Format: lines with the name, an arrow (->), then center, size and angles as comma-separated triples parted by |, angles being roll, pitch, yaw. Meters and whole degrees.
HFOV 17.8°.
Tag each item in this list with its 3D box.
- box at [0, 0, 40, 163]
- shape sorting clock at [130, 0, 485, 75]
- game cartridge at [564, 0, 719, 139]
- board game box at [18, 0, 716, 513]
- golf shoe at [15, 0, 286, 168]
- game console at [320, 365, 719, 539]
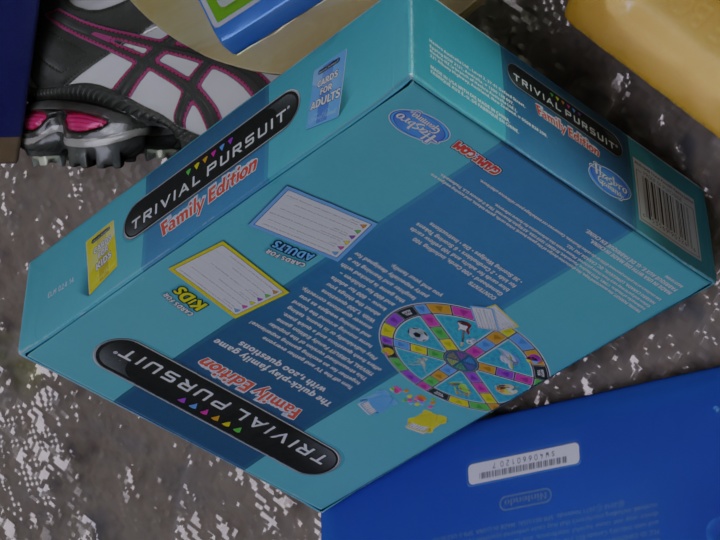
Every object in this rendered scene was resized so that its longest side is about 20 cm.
box -> -0.152, -0.155, 0.889 | 0.121, 0.032, 0.200 | 44, 130, 51
shape sorting clock -> -0.015, -0.168, 0.815 | 0.200, 0.039, 0.200 | 1, 92, 22
game cartridge -> 0.172, -0.121, 0.743 | 0.176, 0.032, 0.200 | 39, 119, 15
board game box -> 0.000, 0.000, 0.819 | 0.151, 0.047, 0.200 | 32, 131, -33
golf shoe -> -0.048, -0.080, 0.861 | 0.200, 0.077, 0.088 | 4, 98, 28
game console -> 0.096, 0.146, 0.878 | 0.200, 0.118, 0.171 | -15, 66, 33
